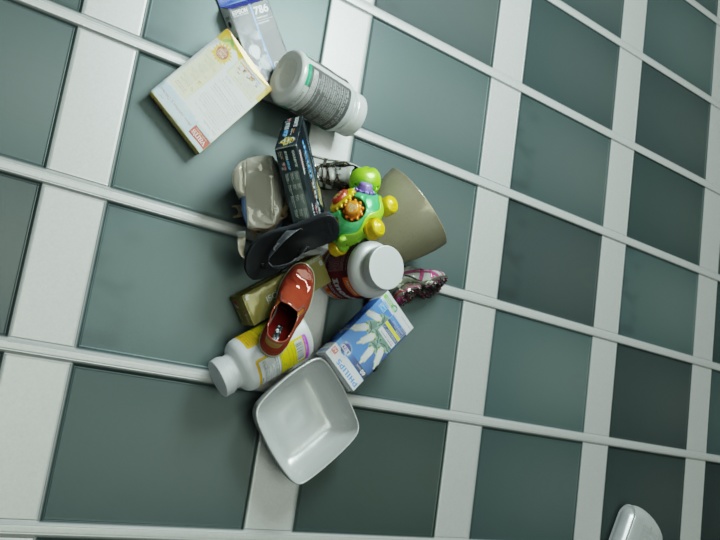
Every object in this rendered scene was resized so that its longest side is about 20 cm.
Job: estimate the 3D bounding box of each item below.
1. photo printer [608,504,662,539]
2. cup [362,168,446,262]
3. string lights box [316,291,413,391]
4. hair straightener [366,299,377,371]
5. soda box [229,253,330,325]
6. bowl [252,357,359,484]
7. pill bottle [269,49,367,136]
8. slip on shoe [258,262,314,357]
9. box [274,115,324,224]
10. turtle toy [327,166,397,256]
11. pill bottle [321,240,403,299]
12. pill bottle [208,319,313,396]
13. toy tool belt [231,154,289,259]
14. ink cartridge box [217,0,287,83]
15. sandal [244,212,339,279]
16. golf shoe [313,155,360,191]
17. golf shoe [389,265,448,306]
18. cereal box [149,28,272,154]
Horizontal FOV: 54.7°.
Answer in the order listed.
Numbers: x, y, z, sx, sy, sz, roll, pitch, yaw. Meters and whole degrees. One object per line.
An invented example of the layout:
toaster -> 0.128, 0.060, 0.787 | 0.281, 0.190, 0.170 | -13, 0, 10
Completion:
photo printer -> 0.770, 0.777, 1.961 | 0.166, 0.069, 0.203 | 41, 66, -23
cup -> 0.074, -0.095, 1.513 | 0.142, 0.200, 0.202 | -38, 108, -6
string lights box -> 0.010, 0.149, 1.474 | 0.200, 0.059, 0.104 | -43, 102, -26
hair straightener -> 0.036, 0.124, 1.553 | 0.075, 0.041, 0.207 | 12, 76, -32
soda box -> -0.160, 0.038, 1.407 | 0.197, 0.067, 0.066 | -30, 103, -30
bowl -> -0.119, 0.300, 1.414 | 0.198, 0.074, 0.204 | -35, 106, -30
pill bottle -> -0.083, -0.360, 1.441 | 0.197, 0.111, 0.117 | 20, 76, -44
slip on shoe -> -0.135, 0.069, 1.328 | 0.073, 0.061, 0.203 | 27, 59, -7
box -> -0.115, -0.176, 1.353 | 0.045, 0.160, 0.205 | -9, 119, 6
turtle toy -> -0.006, -0.126, 1.389 | 0.102, 0.144, 0.202 | 49, 45, -20
pill bottle -> 0.000, 0.000, 1.436 | 0.110, 0.198, 0.117 | 2, 85, -31
pill bottle -> -0.195, 0.163, 1.356 | 0.197, 0.103, 0.107 | -28, 101, -30
toy tool belt -> -0.193, -0.121, 1.368 | 0.121, 0.123, 0.207 | -4, 94, -6
ink cartridge box -> -0.214, -0.482, 1.424 | 0.098, 0.039, 0.205 | -28, 101, -30
sandal -> -0.130, -0.047, 1.292 | 0.196, 0.043, 0.077 | -29, 120, -2
golf shoe -> -0.063, -0.208, 1.473 | 0.195, 0.094, 0.080 | 0, 88, -31
golf shoe -> 0.127, 0.018, 1.591 | 0.197, 0.073, 0.093 | -8, 53, -49
cereal box -> -0.288, -0.346, 1.348 | 0.200, 0.039, 0.145 | -43, 109, -15
